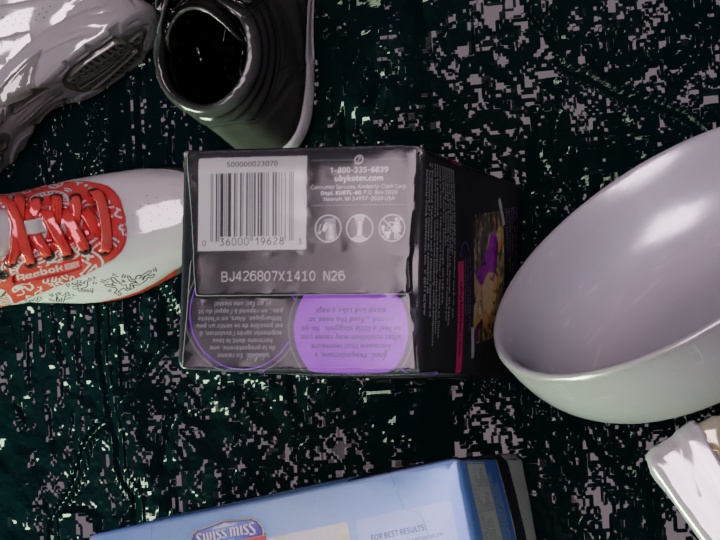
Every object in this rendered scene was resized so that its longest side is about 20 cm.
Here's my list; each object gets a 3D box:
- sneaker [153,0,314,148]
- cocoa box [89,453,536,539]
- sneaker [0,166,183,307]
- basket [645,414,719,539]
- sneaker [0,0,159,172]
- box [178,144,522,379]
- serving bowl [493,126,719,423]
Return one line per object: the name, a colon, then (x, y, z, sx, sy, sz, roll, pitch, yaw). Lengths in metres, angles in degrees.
sneaker: (-0.067, -0.162, 1.325, 0.071, 0.099, 0.200, -6, 84, 18)
cocoa box: (-0.015, 0.175, 1.270, 0.200, 0.131, 0.134, -13, 83, 15)
sneaker: (-0.182, -0.014, 1.344, 0.201, 0.108, 0.067, -11, 84, 15)
basket: (0.245, 0.134, 1.196, 0.123, 0.136, 0.200, -36, 79, 9)
sneaker: (-0.211, -0.114, 1.384, 0.200, 0.078, 0.099, -33, 71, 3)
box: (0.000, 0.000, 1.241, 0.122, 0.200, 0.106, 0, 86, 16)
serving bowl: (0.165, 0.009, 1.216, 0.200, 0.200, 0.066, -29, 112, 13)
